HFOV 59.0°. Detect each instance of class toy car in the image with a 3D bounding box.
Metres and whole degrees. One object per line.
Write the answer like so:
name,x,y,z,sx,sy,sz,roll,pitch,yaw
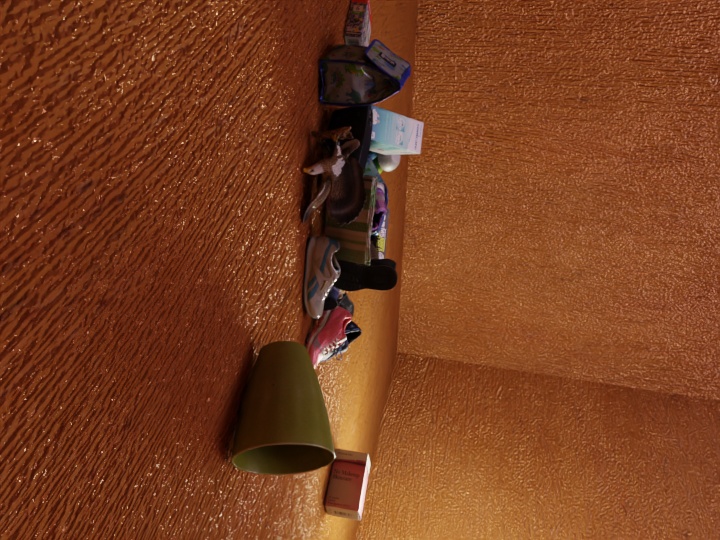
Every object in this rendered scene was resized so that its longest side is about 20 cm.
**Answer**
toy car,0.024,-0.376,1.833,0.147,0.172,0.208,12,85,-46

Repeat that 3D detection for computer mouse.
computer mouse,-0.066,0.095,1.803,0.140,0.052,0.202,-54,156,-19

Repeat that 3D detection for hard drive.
hard drive,-0.033,-0.289,1.511,0.042,0.132,0.207,26,70,-46

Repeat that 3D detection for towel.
towel,-0.022,-0.125,1.519,0.023,0.150,0.208,-3,101,-45

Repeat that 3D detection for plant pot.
plant pot,-0.141,0.241,1.155,0.189,0.180,0.206,82,3,-59

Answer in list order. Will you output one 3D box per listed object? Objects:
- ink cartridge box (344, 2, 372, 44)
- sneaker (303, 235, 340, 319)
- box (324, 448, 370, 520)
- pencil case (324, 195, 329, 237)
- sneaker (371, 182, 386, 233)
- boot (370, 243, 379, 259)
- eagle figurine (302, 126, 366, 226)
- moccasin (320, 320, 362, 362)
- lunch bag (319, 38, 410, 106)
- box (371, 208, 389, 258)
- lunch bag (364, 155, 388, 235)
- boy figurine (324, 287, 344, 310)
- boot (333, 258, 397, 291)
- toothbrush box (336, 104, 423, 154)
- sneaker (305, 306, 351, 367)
ink cartridge box,0.001,-0.675,1.713,0.109,0.049,0.207,73,26,-69
sneaker,-0.091,0.022,1.530,0.077,0.078,0.207,-63,159,-70
box,-0.043,0.746,2.222,0.110,0.123,0.205,83,16,-54
pencil case,-0.051,-0.176,1.638,0.088,0.084,0.207,-62,159,-66
sneaker,0.005,-0.120,1.558,0.201,0.079,0.090,-52,-128,41
boot,-0.010,-0.015,1.782,0.169,0.070,0.204,112,-34,-48
eagle figurine,-0.065,-0.207,1.411,0.152,0.145,0.208,-115,-160,-80
moccasin,-0.059,0.191,1.757,0.199,0.067,0.083,-41,148,-48
lunch bag,0.014,-0.457,1.483,0.172,0.193,0.131,-68,163,-57
box,0.009,-0.099,1.845,0.198,0.043,0.166,7,-89,60
lunch bag,0.005,-0.200,1.712,0.202,0.080,0.164,-117,-148,-45
boy figurine,-0.075,0.008,1.672,0.126,0.063,0.203,59,26,-31
boot,0.000,0.000,1.627,0.139,0.193,0.080,-68,169,-73
toothbrush box,0.048,-0.363,1.658,0.196,0.144,0.089,4,94,-42
sneaker,-0.082,0.174,1.634,0.075,0.084,0.204,82,27,-57
